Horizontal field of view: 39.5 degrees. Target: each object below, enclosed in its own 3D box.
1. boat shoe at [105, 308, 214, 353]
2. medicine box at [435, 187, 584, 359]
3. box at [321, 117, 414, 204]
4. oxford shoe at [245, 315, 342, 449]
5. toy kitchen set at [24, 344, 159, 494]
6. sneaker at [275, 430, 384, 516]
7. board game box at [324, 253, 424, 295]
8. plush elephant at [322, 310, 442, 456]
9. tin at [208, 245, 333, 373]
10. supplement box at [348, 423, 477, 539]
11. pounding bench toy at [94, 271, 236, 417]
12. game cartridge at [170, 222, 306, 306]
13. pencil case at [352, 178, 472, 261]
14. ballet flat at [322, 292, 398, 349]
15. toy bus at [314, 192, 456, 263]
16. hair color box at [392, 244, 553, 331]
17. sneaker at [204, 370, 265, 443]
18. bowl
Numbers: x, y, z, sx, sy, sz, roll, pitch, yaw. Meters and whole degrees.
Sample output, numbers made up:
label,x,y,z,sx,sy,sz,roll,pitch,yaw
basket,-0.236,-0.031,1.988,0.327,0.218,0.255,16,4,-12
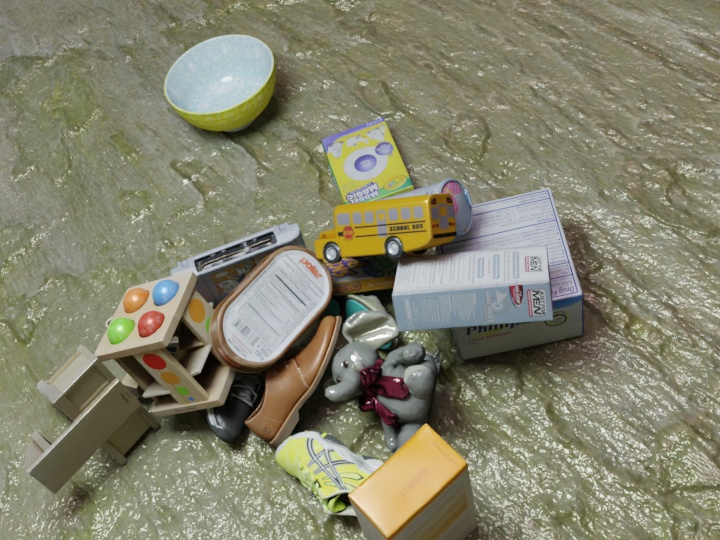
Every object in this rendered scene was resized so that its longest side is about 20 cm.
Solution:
label,x,y,z,sx,sy,sz,roll,pitch,yaw
boat shoe,-0.285,0.086,1.517,0.198,0.063,0.072,-6,50,8
medicine box,0.206,0.004,1.426,0.181,0.103,0.201,-12,52,6
box,0.016,-0.153,1.631,0.117,0.048,0.201,-20,53,-1
oxford shoe,-0.090,0.142,1.371,0.071,0.071,0.201,31,87,-3
toy kitchen set,-0.424,0.188,1.386,0.180,0.200,0.163,31,70,32
sneaker,-0.038,0.266,1.288,0.199,0.076,0.076,11,38,37
board game box,0.000,0.000,1.482,0.198,0.030,0.096,-9,29,-8
plush elephant,0.022,0.149,1.333,0.154,0.166,0.200,12,28,7
tin,-0.118,0.051,1.367,0.112,0.042,0.200,47,63,-10
supplement box,0.066,0.285,1.186,0.126,0.201,0.073,-39,57,-17
pounding bench toy,-0.290,0.104,1.384,0.199,0.156,0.125,-14,41,31
game cartridge,-0.175,-0.003,1.509,0.199,0.133,0.042,-21,62,-3
pencil case,0.062,-0.070,1.422,0.199,0.084,0.090,-13,1,40
ballet flat,-0.011,0.051,1.477,0.199,0.070,0.070,26,63,31
toy bus,0.029,-0.055,1.351,0.199,0.079,0.065,-4,4,38
hair color box,0.147,0.023,1.303,0.198,0.061,0.099,-5,29,11
sneaker,-0.154,0.138,1.414,0.115,0.075,0.201,-24,47,27
bowl,-0.236,-0.311,1.776,0.199,0.108,0.201,-7,53,9
